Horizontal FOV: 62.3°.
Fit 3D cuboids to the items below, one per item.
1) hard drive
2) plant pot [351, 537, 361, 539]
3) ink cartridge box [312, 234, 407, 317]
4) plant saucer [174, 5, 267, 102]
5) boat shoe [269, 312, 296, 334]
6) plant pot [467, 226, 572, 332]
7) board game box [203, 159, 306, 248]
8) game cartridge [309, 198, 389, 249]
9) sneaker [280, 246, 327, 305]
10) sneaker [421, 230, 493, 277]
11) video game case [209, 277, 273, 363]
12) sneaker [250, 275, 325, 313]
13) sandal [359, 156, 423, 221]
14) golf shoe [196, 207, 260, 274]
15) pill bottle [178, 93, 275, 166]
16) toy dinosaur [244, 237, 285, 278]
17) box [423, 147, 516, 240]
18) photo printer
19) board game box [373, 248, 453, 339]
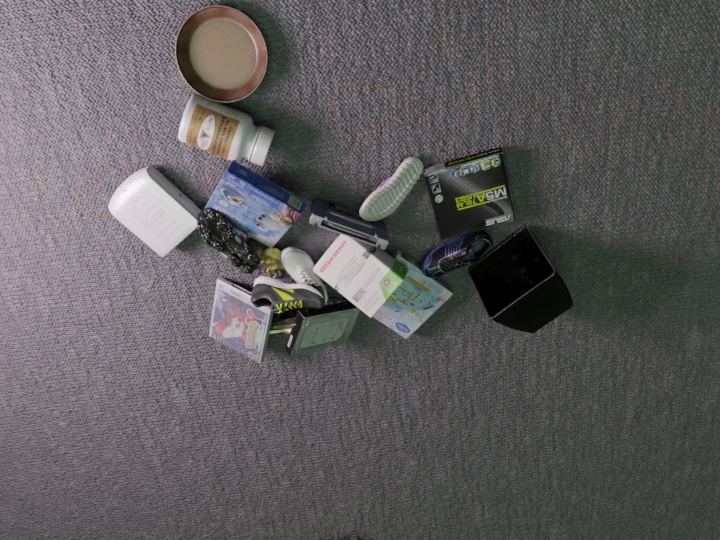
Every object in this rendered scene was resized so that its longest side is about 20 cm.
[{"bbox_3d":[-0.101,0.158,1.638,0.200,0.038,0.140,-7,131,-42],"label":"hard drive"},{"bbox_3d":[-0.057,1.083,2.178,0.184,0.200,0.201,-33,116,5],"label":"plant pot"},{"bbox_3d":[0.000,0.000,1.555,0.200,0.084,0.146,39,113,-3],"label":"ink cartridge box"},{"bbox_3d":[-0.304,-0.476,1.315,0.200,0.037,0.201,-2,113,-4],"label":"plant saucer"},{"bbox_3d":[-0.228,0.145,1.682,0.199,0.073,0.065,-1,97,9],"label":"boat shoe"},{"bbox_3d":[0.435,0.045,1.559,0.199,0.200,0.177,-40,124,21],"label":"plant pot"},{"bbox_3d":[-0.262,-0.156,1.462,0.200,0.043,0.199,29,146,-16],"label":"board game box"},{"bbox_3d":[-0.028,-0.120,1.485,0.200,0.130,0.038,19,117,-11],"label":"game cartridge"},{"bbox_3d":[-0.139,0.018,1.580,0.073,0.071,0.200,-37,128,1],"label":"sneaker"},{"bbox_3d":[0.251,-0.038,1.549,0.200,0.078,0.070,-34,111,6],"label":"sneaker"},{"bbox_3d":[-0.333,0.140,1.655,0.182,0.023,0.200,25,121,16],"label":"video game case"},{"bbox_3d":[-0.191,0.079,1.544,0.199,0.085,0.075,11,143,10],"label":"sneaker"},{"bbox_3d":[0.077,-0.202,1.488,0.203,0.050,0.082,-43,128,8],"label":"sandal"},{"bbox_3d":[-0.338,-0.073,1.513,0.078,0.094,0.200,-40,100,-3],"label":"golf shoe"},{"bbox_3d":[-0.306,-0.317,1.375,0.200,0.114,0.115,20,119,-12],"label":"pill bottle"},{"bbox_3d":[-0.231,-0.014,1.589,0.200,0.058,0.101,24,116,-14],"label":"toy dinosaur"},{"bbox_3d":[0.274,-0.189,1.495,0.199,0.048,0.194,-14,117,8],"label":"box"},{"bbox_3d":[-0.516,-0.151,1.498,0.166,0.070,0.200,-38,113,19],"label":"photo printer"},{"bbox_3d":[0.116,0.068,1.648,0.200,0.041,0.200,35,114,-19],"label":"board game box"}]
